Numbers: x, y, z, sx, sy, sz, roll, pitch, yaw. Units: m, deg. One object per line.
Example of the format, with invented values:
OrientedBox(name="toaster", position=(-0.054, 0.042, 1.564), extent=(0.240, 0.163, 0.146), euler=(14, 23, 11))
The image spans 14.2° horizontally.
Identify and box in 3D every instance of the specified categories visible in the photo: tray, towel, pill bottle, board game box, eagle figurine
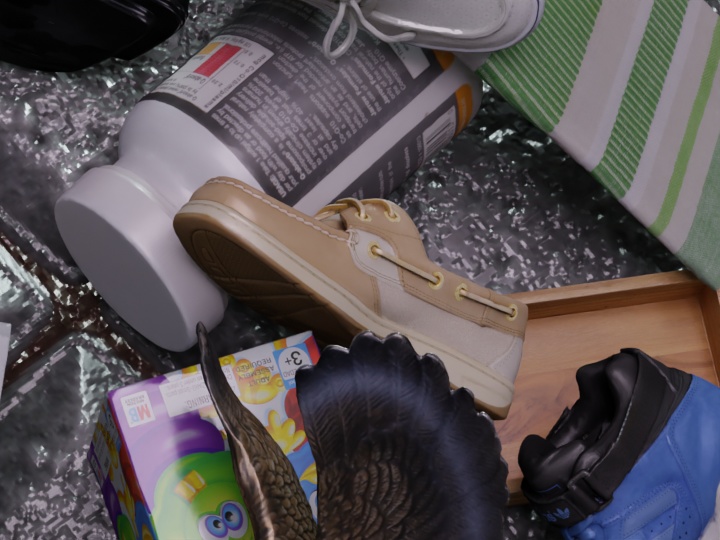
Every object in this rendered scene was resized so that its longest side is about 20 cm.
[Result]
OrientedBox(name="tray", position=(0.091, 0.061, 1.414), extent=(0.199, 0.037, 0.099), euler=(-8, 72, -12))
OrientedBox(name="towel", position=(0.125, -0.105, 1.425), extent=(0.200, 0.023, 0.153), euler=(41, 48, -24))
OrientedBox(name="pill bottle", position=(-0.044, -0.060, 1.388), extent=(0.200, 0.116, 0.116), euler=(-42, 82, -21))
OrientedBox(name="board game box", position=(-0.042, 0.147, 1.321), extent=(0.104, 0.103, 0.201), euler=(-17, 74, -16))
OrientedBox(name="eagle figurine", position=(-0.020, 0.130, 1.193), extent=(0.151, 0.151, 0.201), euler=(12, 76, 7))

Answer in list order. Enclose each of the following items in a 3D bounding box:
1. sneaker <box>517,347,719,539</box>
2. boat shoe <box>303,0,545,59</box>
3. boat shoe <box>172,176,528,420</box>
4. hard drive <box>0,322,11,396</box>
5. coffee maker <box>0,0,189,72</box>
OrientedBox(name="sneaker", position=(0.107, 0.133, 1.344), extent=(0.111, 0.077, 0.201), euler=(30, 82, -19))
OrientedBox(name="boat shoe", position=(-0.012, -0.141, 1.291), extent=(0.201, 0.075, 0.086), euler=(24, 27, -7))
OrientedBox(name="boat shoe", position=(0.000, 0.000, 1.328), extent=(0.200, 0.074, 0.069), euler=(33, 72, -35))
OrientedBox(name="hard drive", position=(-0.260, 0.067, 1.253), extent=(0.199, 0.026, 0.133), euler=(12, 68, -14))
OrientedBox(name="coffee maker", position=(-0.134, -0.217, 1.387), extent=(0.134, 0.192, 0.201), euler=(9, 69, -7))
